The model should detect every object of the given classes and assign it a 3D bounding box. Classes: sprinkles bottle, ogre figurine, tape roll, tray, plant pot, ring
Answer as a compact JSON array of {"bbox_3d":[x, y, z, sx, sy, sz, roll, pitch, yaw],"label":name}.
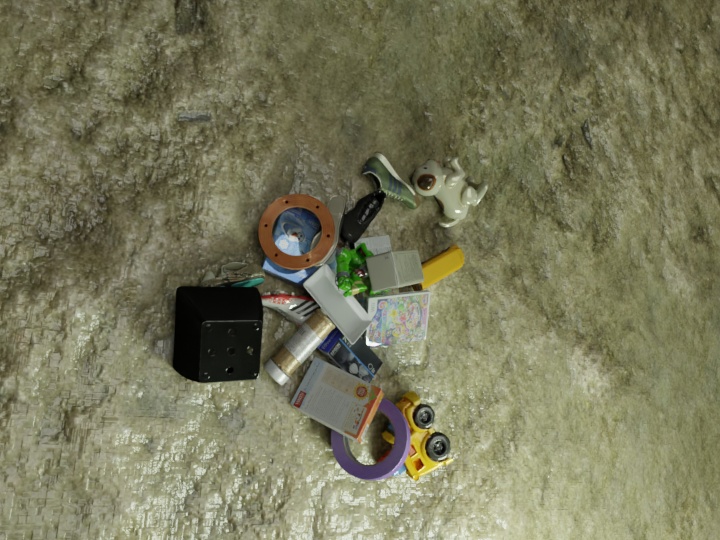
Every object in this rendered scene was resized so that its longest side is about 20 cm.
[{"bbox_3d":[-0.151,0.190,1.478,0.068,0.068,0.200,45,82,-11],"label":"sprinkles bottle"},{"bbox_3d":[0.000,0.000,1.553,0.196,0.098,0.122,-6,68,-32],"label":"ogre figurine"},{"bbox_3d":[0.026,0.422,1.493,0.195,0.066,0.205,-4,70,11],"label":"tape roll"},{"bbox_3d":[-0.061,0.088,1.528,0.201,0.022,0.107,51,45,-4],"label":"tray"},{"bbox_3d":[-0.312,0.155,1.342,0.196,0.177,0.205,2,100,-24],"label":"plant pot"},{"bbox_3d":[-0.162,-0.099,1.510,0.195,0.019,0.205,1,72,-3],"label":"ring"}]

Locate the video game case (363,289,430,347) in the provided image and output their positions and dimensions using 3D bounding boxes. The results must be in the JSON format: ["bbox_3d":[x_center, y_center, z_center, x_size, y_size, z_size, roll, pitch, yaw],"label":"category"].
[{"bbox_3d":[0.102,0.133,1.635,0.196,0.018,0.147,-5,109,-26],"label":"video game case"}]

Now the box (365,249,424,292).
[{"bbox_3d":[0.095,-0.001,1.558,0.199,0.076,0.097,-4,82,-65],"label":"box"}]

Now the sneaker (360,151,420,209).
[{"bbox_3d":[0.080,-0.236,1.701,0.090,0.067,0.201,-44,101,-17],"label":"sneaker"}]

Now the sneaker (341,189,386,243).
[{"bbox_3d":[0.008,-0.156,1.607,0.076,0.090,0.202,41,47,-13],"label":"sneaker"}]

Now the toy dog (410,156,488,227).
[{"bbox_3d":[0.242,-0.249,1.754,0.197,0.140,0.196,26,107,-21],"label":"toy dog"}]

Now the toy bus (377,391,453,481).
[{"bbox_3d":[0.122,0.452,1.571,0.189,0.136,0.203,-28,91,-11],"label":"toy bus"}]

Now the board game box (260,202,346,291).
[{"bbox_3d":[-0.145,-0.056,1.567,0.197,0.043,0.203,24,72,-21],"label":"board game box"}]

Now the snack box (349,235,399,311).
[{"bbox_3d":[0.042,0.009,1.649,0.114,0.037,0.205,-7,84,-25],"label":"snack box"}]

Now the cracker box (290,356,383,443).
[{"bbox_3d":[-0.058,0.322,1.477,0.197,0.058,0.136,23,68,19],"label":"cracker box"}]

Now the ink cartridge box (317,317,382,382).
[{"bbox_3d":[-0.032,0.216,1.557,0.200,0.039,0.100,48,65,-22],"label":"ink cartridge box"}]

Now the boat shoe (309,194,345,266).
[{"bbox_3d":[-0.083,-0.099,1.553,0.065,0.057,0.204,17,74,3],"label":"boat shoe"}]

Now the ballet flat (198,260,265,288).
[{"bbox_3d":[-0.333,0.025,1.454,0.197,0.068,0.076,-21,70,-24],"label":"ballet flat"}]

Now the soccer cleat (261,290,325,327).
[{"bbox_3d":[-0.173,0.101,1.513,0.196,0.068,0.087,7,82,-29],"label":"soccer cleat"}]

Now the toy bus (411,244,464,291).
[{"bbox_3d":[0.226,-0.011,1.719,0.198,0.078,0.066,-28,93,-27],"label":"toy bus"}]
